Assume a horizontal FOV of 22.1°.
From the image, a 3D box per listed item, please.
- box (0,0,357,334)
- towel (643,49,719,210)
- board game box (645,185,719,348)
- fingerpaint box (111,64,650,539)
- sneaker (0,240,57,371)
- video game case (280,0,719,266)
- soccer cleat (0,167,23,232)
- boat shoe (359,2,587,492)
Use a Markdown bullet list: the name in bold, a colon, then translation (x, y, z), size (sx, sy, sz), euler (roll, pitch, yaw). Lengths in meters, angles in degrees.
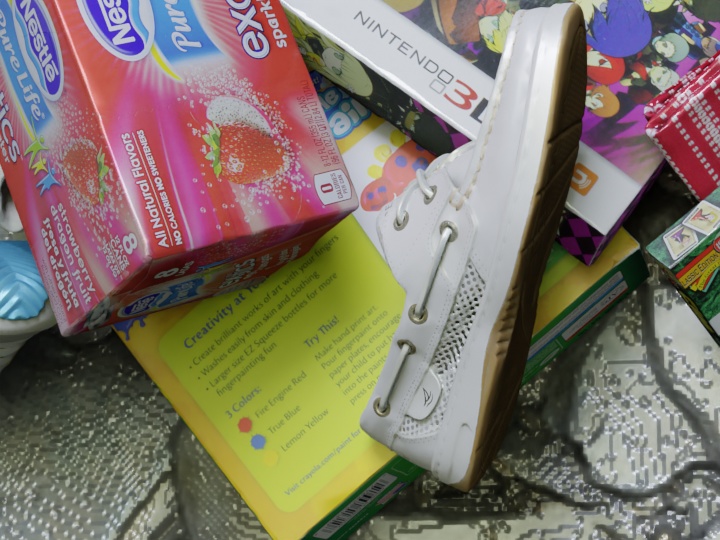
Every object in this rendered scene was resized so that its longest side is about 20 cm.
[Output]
- **box**: translation (-0.094, -0.089, 0.742), size (0.099, 0.095, 0.201), euler (-15, 79, -33)
- **towel**: translation (0.221, -0.085, 0.758), size (0.200, 0.145, 0.023), euler (-42, 37, 5)
- **board game box**: translation (0.220, -0.039, 0.759), size (0.200, 0.105, 0.023), euler (-41, 35, 4)
- **fingerpaint box**: translation (0.000, 0.000, 0.826), size (0.200, 0.073, 0.167), euler (-41, 74, 3)
- **sneaker**: translation (-0.180, 0.026, 0.832), size (0.076, 0.200, 0.082), euler (3, 87, -27)
- **video game case**: translation (0.082, -0.128, 0.796), size (0.181, 0.036, 0.200), euler (37, 67, 10)
- **soccer cleat**: translation (-0.092, -0.074, 0.858), size (0.199, 0.069, 0.078), euler (-19, 58, 26)
- **boat shoe**: translation (0.037, -0.011, 0.714), size (0.069, 0.071, 0.201), euler (19, 113, 15)
